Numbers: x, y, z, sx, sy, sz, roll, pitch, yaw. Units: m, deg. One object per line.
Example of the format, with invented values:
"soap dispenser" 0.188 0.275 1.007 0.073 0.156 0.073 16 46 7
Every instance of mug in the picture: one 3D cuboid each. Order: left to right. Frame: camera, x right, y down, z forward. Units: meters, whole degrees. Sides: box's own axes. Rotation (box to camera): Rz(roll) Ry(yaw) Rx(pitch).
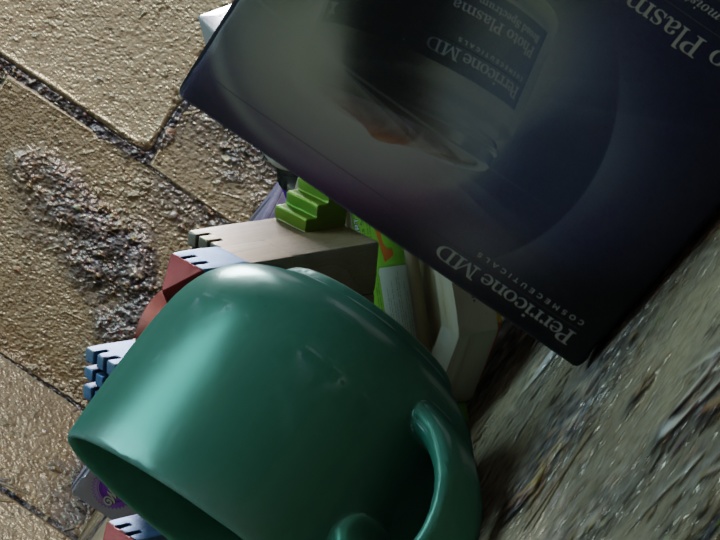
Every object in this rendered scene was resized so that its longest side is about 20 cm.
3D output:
"mug" -0.016 0.077 1.006 0.115 0.185 0.152 -54 -21 -15

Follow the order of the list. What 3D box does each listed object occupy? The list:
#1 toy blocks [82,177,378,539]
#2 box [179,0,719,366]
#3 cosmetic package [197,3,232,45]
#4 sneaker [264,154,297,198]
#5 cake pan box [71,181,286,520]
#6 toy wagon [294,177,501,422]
"toy blocks" -0.066 0.059 1.123 0.136 0.100 0.201 -9 -66 -38
"box" 0.069 -0.104 0.943 0.199 0.200 0.123 -53 5 39
"cosmetic package" 0.013 -0.113 1.326 0.150 0.052 0.200 -24 31 -11
"sneaker" 0.044 -0.039 1.343 0.199 0.100 0.070 5 33 36
"cake pan box" -0.090 0.046 1.450 0.200 0.052 0.184 -53 3 14
"toy wagon" 0.000 0.000 1.185 0.200 0.039 0.156 -5 93 61
